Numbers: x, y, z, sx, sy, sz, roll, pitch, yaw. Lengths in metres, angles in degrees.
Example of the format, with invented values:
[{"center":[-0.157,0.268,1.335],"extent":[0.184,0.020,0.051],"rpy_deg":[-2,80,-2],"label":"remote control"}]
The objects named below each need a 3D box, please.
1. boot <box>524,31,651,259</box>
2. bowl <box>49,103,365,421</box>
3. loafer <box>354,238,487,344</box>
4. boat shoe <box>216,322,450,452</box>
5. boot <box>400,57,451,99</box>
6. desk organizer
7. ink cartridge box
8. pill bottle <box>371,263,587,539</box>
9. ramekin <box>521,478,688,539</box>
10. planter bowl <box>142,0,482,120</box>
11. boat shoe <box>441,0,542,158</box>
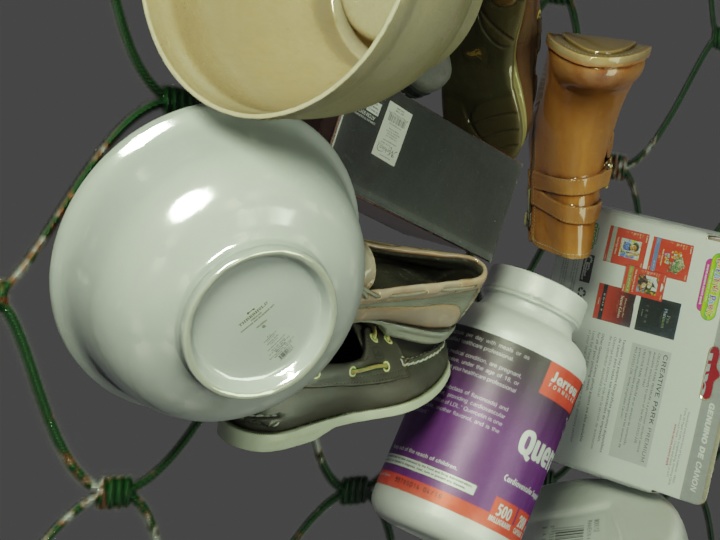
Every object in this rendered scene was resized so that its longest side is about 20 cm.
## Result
[{"center":[0.150,-0.087,1.390],"extent":[0.076,0.200,0.157],"rpy_deg":[7,94,-8],"label":"boot"},{"center":[-0.074,0.012,1.140],"extent":[0.199,0.090,0.203],"rpy_deg":[-12,121,-21],"label":"bowl"},{"center":[0.000,0.000,1.278],"extent":[0.199,0.072,0.063],"rpy_deg":[11,134,-43],"label":"loafer"},{"center":[-0.011,0.064,1.308],"extent":[0.200,0.071,0.061],"rpy_deg":[-18,120,-44],"label":"boat shoe"},{"center":[0.058,-0.197,1.242],"extent":[0.201,0.130,0.070],"rpy_deg":[62,24,-43],"label":"boot"},{"center":[0.016,-0.072,1.288],"extent":[0.199,0.077,0.072],"rpy_deg":[24,83,-51],"label":"desk organizer"},{"center":[0.229,0.064,1.517],"extent":[0.083,0.174,0.202],"rpy_deg":[5,99,-51],"label":"ink cartridge box"},{"center":[0.092,0.102,1.414],"extent":[0.112,0.112,0.202],"rpy_deg":[33,77,-50],"label":"pill bottle"},{"center":[0.163,0.242,1.490],"extent":[0.200,0.199,0.099],"rpy_deg":[-34,119,-39],"label":"ramekin"},{"center":[-0.010,-0.180,1.125],"extent":[0.134,0.199,0.202],"rpy_deg":[5,99,-53],"label":"planter bowl"},{"center":[0.090,-0.174,1.357],"extent":[0.068,0.071,0.202],"rpy_deg":[-52,144,-54],"label":"boat shoe"}]
